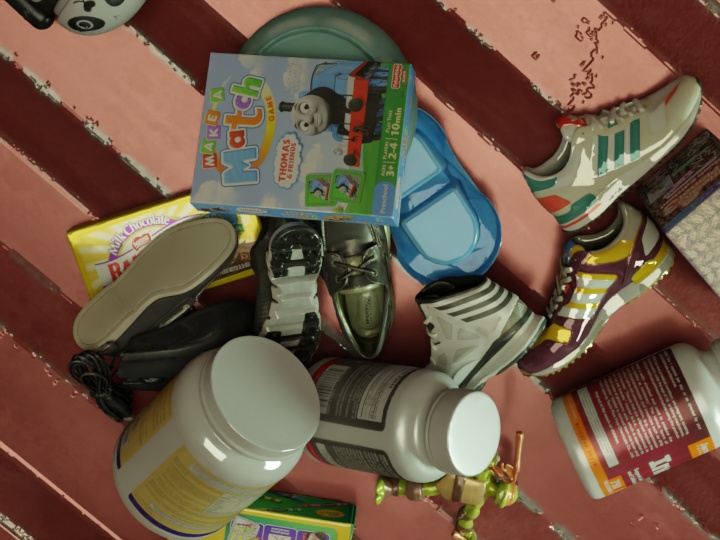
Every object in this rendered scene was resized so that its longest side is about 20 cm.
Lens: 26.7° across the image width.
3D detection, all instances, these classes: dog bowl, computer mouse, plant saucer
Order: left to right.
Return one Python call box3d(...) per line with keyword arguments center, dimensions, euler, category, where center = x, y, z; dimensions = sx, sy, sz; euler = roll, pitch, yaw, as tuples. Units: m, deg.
box3d(center=(-0.187, 0.097, 1.554), dimensions=(0.199, 0.139, 0.053), euler=(-24, 60, -3), category="computer mouse")
box3d(center=(-0.044, -0.158, 1.486), dimensions=(0.198, 0.027, 0.202), euler=(1, 95, 13), category="plant saucer")
box3d(center=(0.062, -0.078, 1.531), dimensions=(0.111, 0.050, 0.201), euler=(-33, 100, 10), category="dog bowl")

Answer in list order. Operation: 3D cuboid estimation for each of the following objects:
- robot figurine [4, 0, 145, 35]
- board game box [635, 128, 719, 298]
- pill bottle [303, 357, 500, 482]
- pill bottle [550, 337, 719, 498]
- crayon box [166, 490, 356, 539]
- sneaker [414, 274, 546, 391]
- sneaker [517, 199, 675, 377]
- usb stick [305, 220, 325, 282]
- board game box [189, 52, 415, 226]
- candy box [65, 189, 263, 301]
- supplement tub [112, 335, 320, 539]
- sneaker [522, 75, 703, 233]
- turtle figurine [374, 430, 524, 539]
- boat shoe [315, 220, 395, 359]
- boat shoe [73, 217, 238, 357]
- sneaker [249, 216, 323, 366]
box3d(center=(-0.289, -0.316, 1.444), dimensions=(0.200, 0.150, 0.125), euler=(44, 72, -8), category="robot figurine")
box3d(center=(0.363, -0.031, 1.453), dimensions=(0.097, 0.200, 0.160), euler=(-41, 99, 11), category="board game box")
box3d(center=(0.036, 0.149, 1.498), dimensions=(0.199, 0.110, 0.112), euler=(5, 109, 43), category="pill bottle")
box3d(center=(0.304, 0.144, 1.545), dimensions=(0.199, 0.113, 0.114), euler=(-25, 102, 9), category="pill bottle")
box3d(center=(-0.111, 0.301, 1.629), dimensions=(0.198, 0.058, 0.120), euler=(9, 105, 0), category="crayon box")
box3d(center=(0.088, 0.073, 1.541), dimensions=(0.115, 0.076, 0.201), euler=(42, 126, -3), category="sneaker")
box3d(center=(0.219, 0.017, 1.533), dimensions=(0.200, 0.075, 0.090), euler=(-44, 110, 3), category="sneaker")
box3d(center=(-0.058, -0.064, 1.547), dimensions=(0.055, 0.033, 0.201), euler=(-33, 101, 9), category="usb stick")
box3d(center=(-0.055, -0.125, 1.440), dimensions=(0.198, 0.037, 0.153), euler=(4, 79, 12), category="board game box")
box3d(center=(-0.195, -0.023, 1.566), dimensions=(0.198, 0.026, 0.103), euler=(-17, 102, 6), category="candy box")
box3d(center=(-0.143, 0.166, 1.499), dimensions=(0.145, 0.146, 0.200), euler=(41, 132, -8), category="supplement tub")
box3d(center=(0.246, -0.133, 1.498), dimensions=(0.093, 0.070, 0.200), euler=(42, 105, -14), category="sneaker")
box3d(center=(0.100, 0.214, 1.589), dimensions=(0.160, 0.065, 0.201), euler=(12, 136, 5), category="turtle figurine")
box3d(center=(-0.001, 0.001, 1.498), dimensions=(0.071, 0.066, 0.202), euler=(-9, 127, 3), category="boat shoe")
box3d(center=(-0.201, 0.020, 1.547), dimensions=(0.199, 0.063, 0.073), euler=(-37, 58, 7), category="boat shoe")
box3d(center=(-0.078, 0.019, 1.526), dimensions=(0.066, 0.091, 0.201), euler=(-4, 126, -17), category="sneaker")
